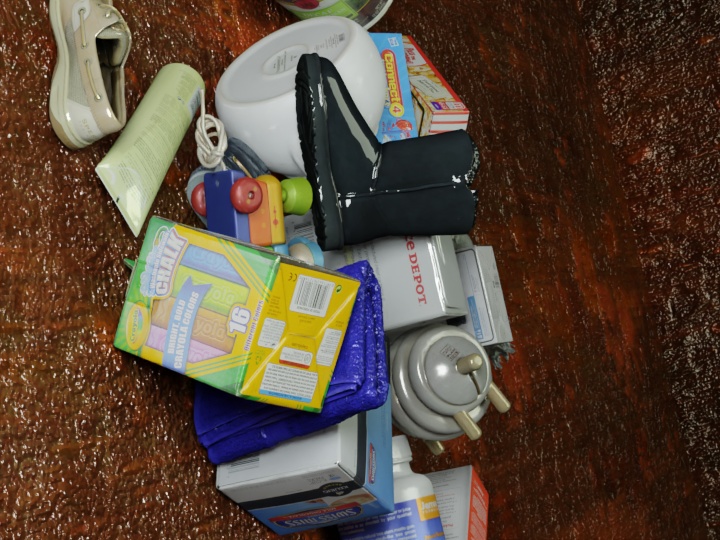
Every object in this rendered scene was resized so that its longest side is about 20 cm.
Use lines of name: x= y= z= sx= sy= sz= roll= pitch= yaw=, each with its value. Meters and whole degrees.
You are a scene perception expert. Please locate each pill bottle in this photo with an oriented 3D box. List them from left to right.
pill bottle: x=0.034 y=0.283 z=1.685 sx=0.112 sy=0.112 sz=0.201 roll=6 pitch=70 yaw=-68

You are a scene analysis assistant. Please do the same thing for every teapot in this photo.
teapot: x=-0.050 y=-0.167 z=1.677 sx=0.200 sy=0.197 sz=0.146 roll=-48 pitch=127 yaw=-28

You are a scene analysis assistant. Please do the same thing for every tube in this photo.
tube: x=-0.197 y=-0.122 z=1.467 sx=0.058 sy=0.052 sz=0.200 roll=25 pitch=41 yaw=-7

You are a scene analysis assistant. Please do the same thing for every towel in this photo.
towel: x=-0.069 y=0.082 z=1.437 sx=0.049 sy=0.199 sz=0.148 roll=30 pitch=47 yaw=-49

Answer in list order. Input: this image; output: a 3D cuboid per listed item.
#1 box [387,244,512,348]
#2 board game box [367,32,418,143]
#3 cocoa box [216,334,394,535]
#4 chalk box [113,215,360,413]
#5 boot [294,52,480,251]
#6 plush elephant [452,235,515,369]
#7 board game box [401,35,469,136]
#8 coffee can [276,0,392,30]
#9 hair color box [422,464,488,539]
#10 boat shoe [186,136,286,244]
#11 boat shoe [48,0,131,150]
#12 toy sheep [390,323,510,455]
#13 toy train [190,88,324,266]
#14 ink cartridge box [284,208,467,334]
box: x=0.062 y=0.049 z=1.795 sx=0.060 sy=0.199 sz=0.117 roll=-2 pitch=80 yaw=-67
board game box: x=0.005 y=-0.142 z=1.815 sx=0.200 sy=0.056 sz=0.197 roll=136 pitch=-51 yaw=-65
cocoa box: x=-0.051 y=0.136 z=1.538 sx=0.131 sy=0.133 sz=0.201 roll=49 pitch=33 yaw=-51
chalk box: x=-0.125 y=0.032 z=1.372 sx=0.124 sy=0.199 sz=0.124 roll=16 pitch=91 yaw=-53
boot: x=0.028 y=-0.124 z=1.552 sx=0.076 sy=0.167 sz=0.201 roll=-163 pitch=-116 yaw=-74
plush elephant: x=0.082 y=0.052 z=1.947 sx=0.154 sy=0.165 sz=0.200 roll=10 pitch=24 yaw=-30
board game box: x=0.058 y=-0.161 z=1.817 sx=0.200 sy=0.046 sz=0.152 roll=-119 pitch=-148 yaw=-52
coffee can: x=-0.057 y=-0.375 z=1.847 sx=0.200 sy=0.146 sz=0.147 roll=28 pitch=51 yaw=-63
hair color box: x=0.088 y=0.327 z=1.814 sx=0.201 sy=0.101 sz=0.061 roll=-80 pitch=149 yaw=-46
boat shoe: x=-0.102 y=-0.039 z=1.609 sx=0.201 sy=0.071 sz=0.091 roll=63 pitch=28 yaw=-24
boat shoe: x=-0.232 y=-0.201 z=1.395 sx=0.072 sy=0.065 sz=0.201 roll=46 pitch=36 yaw=-52
toy sheep: x=0.083 y=0.121 z=1.686 sx=0.137 sy=0.200 sz=0.139 roll=10 pitch=67 yaw=-25
toy train: x=-0.096 y=-0.076 z=1.514 sx=0.115 sy=0.084 sz=0.201 roll=-6 pitch=93 yaw=-39
ink cartridge box: x=0.000 y=0.000 z=1.666 sx=0.085 sy=0.199 sz=0.145 roll=6 pitch=71 yaw=-67
